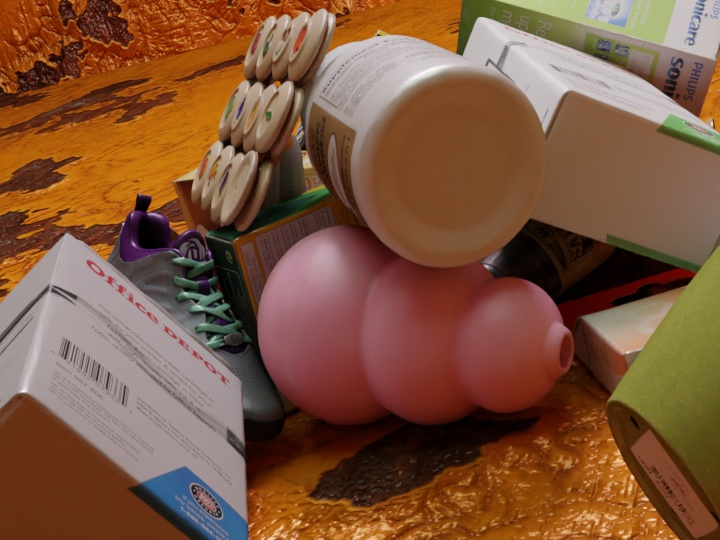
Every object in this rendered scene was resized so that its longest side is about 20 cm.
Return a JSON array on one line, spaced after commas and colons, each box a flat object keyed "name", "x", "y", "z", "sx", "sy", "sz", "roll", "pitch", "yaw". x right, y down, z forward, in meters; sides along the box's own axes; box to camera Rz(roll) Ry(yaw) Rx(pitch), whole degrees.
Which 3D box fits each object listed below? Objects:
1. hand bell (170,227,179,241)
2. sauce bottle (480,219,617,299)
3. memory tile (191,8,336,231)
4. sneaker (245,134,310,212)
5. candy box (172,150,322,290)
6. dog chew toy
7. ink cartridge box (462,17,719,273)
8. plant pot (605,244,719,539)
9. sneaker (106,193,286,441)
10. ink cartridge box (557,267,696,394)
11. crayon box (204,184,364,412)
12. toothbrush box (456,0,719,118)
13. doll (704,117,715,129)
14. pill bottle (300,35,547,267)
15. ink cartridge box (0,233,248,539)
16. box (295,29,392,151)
[{"name": "hand bell", "x": -0.232, "y": 0.046, "z": 1.095, "sx": 0.198, "sy": 0.105, "sz": 0.104, "roll": -22, "pitch": 14, "yaw": 19}, {"name": "sauce bottle", "x": 0.120, "y": -0.005, "z": 0.926, "sx": 0.065, "sy": 0.067, "sz": 0.199, "roll": -2, "pitch": 20, "yaw": 37}, {"name": "memory tile", "x": -0.073, "y": -0.106, "z": 0.902, "sx": 0.017, "sy": 0.155, "sz": 0.200, "roll": 23, "pitch": 2, "yaw": -18}, {"name": "sneaker", "x": -0.043, "y": -0.034, "z": 0.993, "sx": 0.091, "sy": 0.201, "sz": 0.076, "roll": -10, "pitch": 53, "yaw": -11}, {"name": "candy box", "x": -0.059, "y": -0.038, "z": 1.111, "sx": 0.198, "sy": 0.118, "sz": 0.056, "roll": -2, "pitch": 22, "yaw": 36}, {"name": "dog chew toy", "x": 0.035, "y": 0.038, "z": 0.802, "sx": 0.197, "sy": 0.126, "sz": 0.124, "roll": 5, "pitch": 25, "yaw": 32}, {"name": "ink cartridge box", "x": 0.152, "y": -0.091, "z": 0.887, "sx": 0.144, "sy": 0.085, "sz": 0.200, "roll": 17, "pitch": 19, "yaw": -17}, {"name": "plant pot", "x": 0.214, "y": 0.041, "z": 0.575, "sx": 0.199, "sy": 0.189, "sz": 0.187, "roll": -34, "pitch": 20, "yaw": -8}, {"name": "sneaker", "x": -0.112, "y": 0.028, "z": 0.855, "sx": 0.074, "sy": 0.089, "sz": 0.199, "roll": -2, "pitch": 31, "yaw": -46}, {"name": "ink cartridge box", "x": 0.210, "y": 0.016, "z": 0.823, "sx": 0.160, "sy": 0.051, "sz": 0.200, "roll": -17, "pitch": 20, "yaw": -4}, {"name": "crayon box", "x": 0.000, "y": 0.000, "z": 0.927, "sx": 0.198, "sy": 0.128, "sz": 0.051, "roll": -24, "pitch": 19, "yaw": -26}, {"name": "toothbrush box", "x": 0.179, "y": -0.169, "z": 1.046, "sx": 0.197, "sy": 0.147, "sz": 0.087, "roll": 17, "pitch": 55, "yaw": 9}, {"name": "doll", "x": 0.214, "y": -0.093, "z": 1.153, "sx": 0.197, "sy": 0.049, "sz": 0.137, "roll": -7, "pitch": 18, "yaw": 16}, {"name": "pill bottle", "x": 0.026, "y": -0.083, "z": 0.805, "sx": 0.113, "sy": 0.116, "sz": 0.200, "roll": -19, "pitch": 21, "yaw": -10}, {"name": "ink cartridge box", "x": -0.136, "y": 0.087, "z": 0.691, "sx": 0.084, "sy": 0.144, "sz": 0.200, "roll": -43, "pitch": 20, "yaw": 12}, {"name": "box", "x": 0.043, "y": -0.108, "z": 1.086, "sx": 0.200, "sy": 0.158, "sz": 0.050, "roll": -37, "pitch": 31, "yaw": 65}]
